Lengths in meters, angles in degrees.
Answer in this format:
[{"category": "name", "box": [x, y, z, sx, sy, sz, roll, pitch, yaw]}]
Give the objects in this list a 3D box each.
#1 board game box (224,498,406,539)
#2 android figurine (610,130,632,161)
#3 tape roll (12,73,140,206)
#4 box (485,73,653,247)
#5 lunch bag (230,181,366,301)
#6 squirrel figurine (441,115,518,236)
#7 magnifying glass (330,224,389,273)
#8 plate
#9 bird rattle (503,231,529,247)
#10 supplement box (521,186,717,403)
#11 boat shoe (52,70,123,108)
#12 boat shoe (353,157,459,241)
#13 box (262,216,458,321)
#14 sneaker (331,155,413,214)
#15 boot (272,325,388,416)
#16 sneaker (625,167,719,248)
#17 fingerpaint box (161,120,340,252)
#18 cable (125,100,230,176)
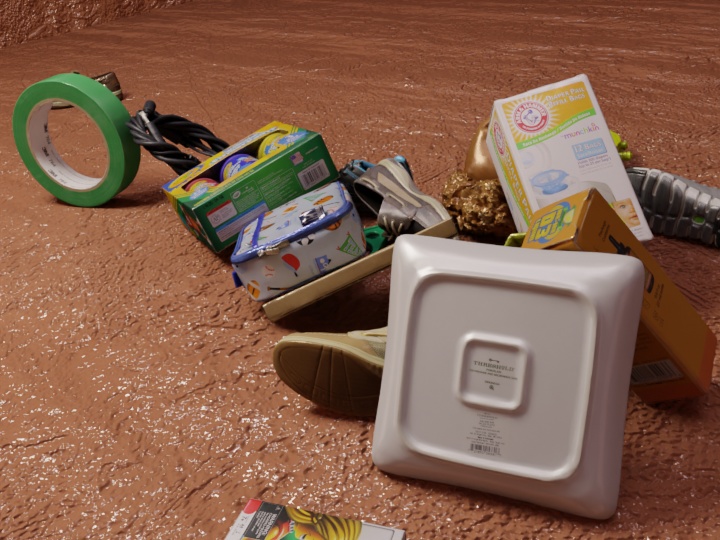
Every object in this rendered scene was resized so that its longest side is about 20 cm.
[{"category": "board game box", "box": [-0.057, 0.240, 0.491, 0.126, 0.035, 0.200, 5, 30, 18]}, {"category": "android figurine", "box": [0.316, -0.184, 1.192, 0.199, 0.041, 0.182, -1, 29, 9]}, {"category": "tape roll", "box": [-0.439, -0.200, 1.187, 0.199, 0.201, 0.048, 5, 29, 18]}, {"category": "box", "box": [0.224, -0.096, 0.852, 0.112, 0.101, 0.201, -16, 74, 0]}, {"category": "lunch bag", "box": [-0.076, -0.036, 0.904, 0.160, 0.076, 0.200, -22, 15, 3]}, {"category": "squirrel figurine", "box": [0.212, -0.096, 0.989, 0.200, 0.142, 0.186, -36, 49, -21]}, {"category": "magnifying glass", "box": [0.022, -0.044, 1.014, 0.079, 0.023, 0.200, 20, 40, 38]}, {"category": "plate", "box": [0.105, 0.079, 0.595, 0.199, 0.201, 0.032, 7, 3, 21]}, {"category": "bird rattle", "box": [0.161, 0.011, 0.744, 0.199, 0.113, 0.163, 3, 16, -41]}, {"category": "supplement box", "box": [0.222, 0.026, 0.653, 0.069, 0.200, 0.067, -20, 31, 47]}, {"category": "boat shoe", "box": [-0.653, -0.422, 1.762, 0.201, 0.075, 0.075, -8, 29, -4]}, {"category": "boat shoe", "box": [0.056, -0.064, 0.976, 0.073, 0.075, 0.200, -26, 47, -14]}, {"category": "box", "box": [0.000, 0.000, 0.802, 0.199, 0.021, 0.163, -25, 0, -1]}, {"category": "sneaker", "box": [-0.022, -0.121, 1.093, 0.199, 0.082, 0.073, -5, 31, 4]}, {"category": "boot", "box": [0.028, 0.067, 0.746, 0.199, 0.073, 0.156, 7, 32, 9]}, {"category": "sneaker", "box": [0.432, -0.085, 0.972, 0.115, 0.075, 0.200, -24, 44, -39]}, {"category": "fingerpaint box", "box": [-0.156, -0.124, 1.061, 0.200, 0.074, 0.167, -33, 28, -15]}, {"category": "cable", "box": [-0.258, -0.183, 1.171, 0.200, 0.051, 0.163, 36, 17, -16]}]
